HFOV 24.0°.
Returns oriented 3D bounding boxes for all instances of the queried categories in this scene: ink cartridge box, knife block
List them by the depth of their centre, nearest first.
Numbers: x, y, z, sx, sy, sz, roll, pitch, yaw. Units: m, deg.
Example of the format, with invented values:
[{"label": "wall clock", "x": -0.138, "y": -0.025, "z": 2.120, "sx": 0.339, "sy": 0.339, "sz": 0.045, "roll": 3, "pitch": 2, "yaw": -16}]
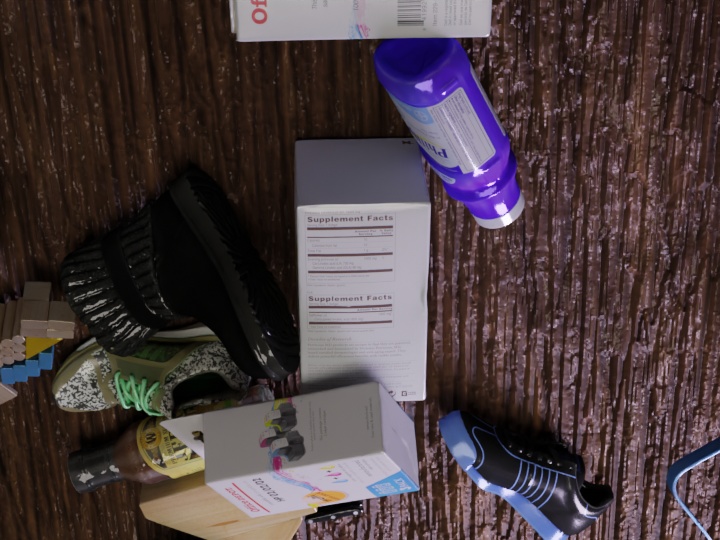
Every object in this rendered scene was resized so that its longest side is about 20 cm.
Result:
[{"label": "ink cartridge box", "x": -0.002, "y": -0.256, "z": 1.283, "sx": 0.200, "sy": 0.088, "sz": 0.146, "roll": -2, "pitch": 123, "yaw": -3}, {"label": "ink cartridge box", "x": -0.061, "y": 0.159, "z": 1.455, "sx": 0.200, "sy": 0.068, "sz": 0.115, "roll": -11, "pitch": 154, "yaw": 14}, {"label": "knife block", "x": -0.086, "y": 0.181, "z": 1.585, "sx": 0.200, "sy": 0.064, "sz": 0.176, "roll": 21, "pitch": 120, "yaw": -15}]

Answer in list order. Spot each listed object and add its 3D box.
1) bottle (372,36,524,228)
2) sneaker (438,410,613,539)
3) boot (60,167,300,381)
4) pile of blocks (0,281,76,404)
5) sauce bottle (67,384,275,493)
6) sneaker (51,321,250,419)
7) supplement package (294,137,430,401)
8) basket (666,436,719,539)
[{"label": "bottle", "x": 0.079, "y": -0.112, "z": 1.377, "sx": 0.065, "sy": 0.084, "sz": 0.200, "roll": -40, "pitch": 136, "yaw": -6}, {"label": "sneaker", "x": 0.158, "y": 0.181, "z": 1.595, "sx": 0.078, "sy": 0.070, "sz": 0.200, "roll": -38, "pitch": 123, "yaw": 17}, {"label": "boot", "x": -0.152, "y": 0.035, "z": 1.425, "sx": 0.158, "sy": 0.211, "sz": 0.079, "roll": -37, "pitch": 154, "yaw": 16}, {"label": "pile of blocks", "x": -0.324, "y": 0.066, "z": 1.506, "sx": 0.200, "sy": 0.062, "sz": 0.082, "roll": -23, "pitch": 134, "yaw": 22}, {"label": "sauce bottle", "x": -0.173, "y": 0.162, "z": 1.568, "sx": 0.200, "sy": 0.065, "sz": 0.065, "roll": -19, "pitch": 122, "yaw": 9}, {"label": "sneaker", "x": -0.184, "y": 0.099, "z": 1.511, "sx": 0.200, "sy": 0.089, "sz": 0.077, "roll": -13, "pitch": 123, "yaw": 7}, {"label": "supplement package", "x": 0.000, "y": 0.000, "z": 1.437, "sx": 0.109, "sy": 0.114, "sz": 0.200, "roll": -2, "pitch": 123, "yaw": -2}, {"label": "basket", "x": 0.398, "y": 0.193, "z": 1.563, "sx": 0.200, "sy": 0.139, "sz": 0.176, "roll": -33, "pitch": 120, "yaw": 7}]
